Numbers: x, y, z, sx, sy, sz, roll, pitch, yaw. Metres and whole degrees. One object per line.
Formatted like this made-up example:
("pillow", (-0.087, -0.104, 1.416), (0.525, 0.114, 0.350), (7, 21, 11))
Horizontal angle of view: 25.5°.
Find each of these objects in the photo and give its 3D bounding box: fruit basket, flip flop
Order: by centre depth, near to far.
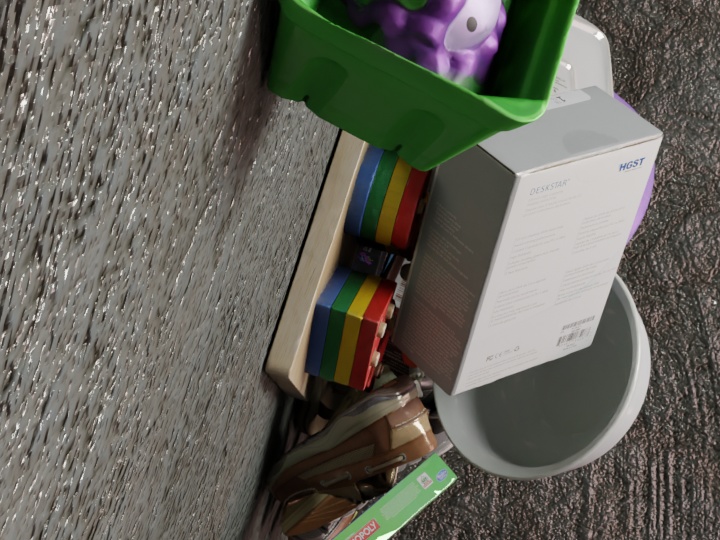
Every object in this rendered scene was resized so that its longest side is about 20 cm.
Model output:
("fruit basket", (0.044, -0.176, 0.737), (0.216, 0.155, 0.216), (-60, -170, 18))
("flip flop", (-0.018, 0.099, 1.398), (0.200, 0.058, 0.081), (95, 13, -68))

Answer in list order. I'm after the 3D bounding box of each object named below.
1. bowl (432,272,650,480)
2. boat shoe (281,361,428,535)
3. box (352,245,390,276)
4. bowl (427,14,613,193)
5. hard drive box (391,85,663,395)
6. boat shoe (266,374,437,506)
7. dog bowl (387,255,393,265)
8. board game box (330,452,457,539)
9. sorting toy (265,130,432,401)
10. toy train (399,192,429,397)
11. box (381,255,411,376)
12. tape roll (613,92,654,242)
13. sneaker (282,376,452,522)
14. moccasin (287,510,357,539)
("bowl", (0.166, 0.085, 1.331), (0.090, 0.201, 0.201), (24, 80, -46))
("boat shoe", (-0.014, 0.158, 1.377), (0.073, 0.063, 0.200), (-7, 145, -48))
("box", (0.027, -0.071, 1.461), (0.200, 0.036, 0.143), (-63, 169, -57))
("bowl", (0.134, -0.140, 1.284), (0.075, 0.200, 0.200), (-23, -121, 49))
("hard drive box", (0.122, -0.022, 1.186), (0.156, 0.077, 0.200), (-16, 134, -37))
("boat shoe", (-0.009, 0.154, 1.270), (0.076, 0.072, 0.200), (-29, 172, -39))
("dog bowl", (0.056, -0.014, 1.666), (0.112, 0.050, 0.200), (-55, 178, -13))
("board game box", (-0.024, 0.227, 1.218), (0.200, 0.029, 0.135), (-35, 169, -36))
("sorting toy", (0.000, 0.000, 1.189), (0.199, 0.070, 0.200), (77, 30, -80))
("toy train", (0.065, 0.001, 1.349), (0.150, 0.056, 0.200), (72, 17, -66))
("box", (0.030, 0.062, 1.510), (0.100, 0.075, 0.200), (-65, -176, -33))
("tape roll", (0.159, -0.085, 1.425), (0.066, 0.200, 0.200), (29, 75, -48))
("sneaker", (0.015, 0.151, 1.457), (0.200, 0.075, 0.116), (-30, 158, -24))
("moccasin", (-0.036, 0.220, 1.587), (0.201, 0.074, 0.078), (-84, 179, -61))
